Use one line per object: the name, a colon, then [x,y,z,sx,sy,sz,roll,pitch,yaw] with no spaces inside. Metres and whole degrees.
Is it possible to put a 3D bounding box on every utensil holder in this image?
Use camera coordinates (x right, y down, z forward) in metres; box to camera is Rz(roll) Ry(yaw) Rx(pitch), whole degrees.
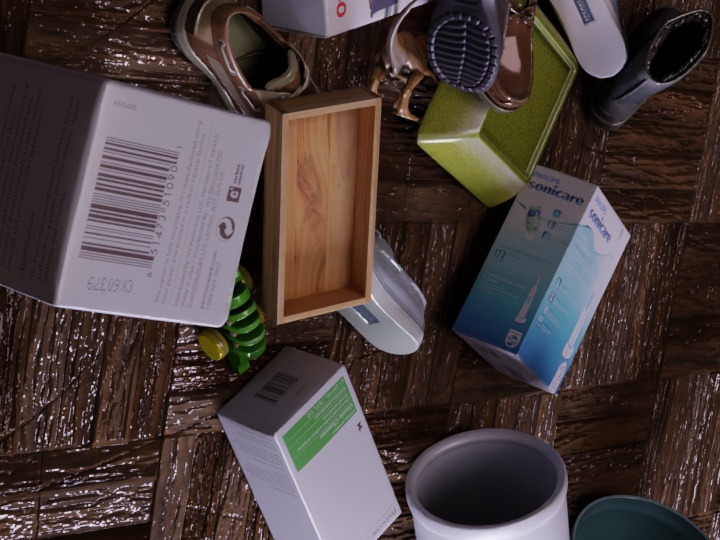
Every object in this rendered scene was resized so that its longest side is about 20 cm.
utensil holder: [0.144,0.297,1.788,0.170,0.170,0.201,-34,128,-34]

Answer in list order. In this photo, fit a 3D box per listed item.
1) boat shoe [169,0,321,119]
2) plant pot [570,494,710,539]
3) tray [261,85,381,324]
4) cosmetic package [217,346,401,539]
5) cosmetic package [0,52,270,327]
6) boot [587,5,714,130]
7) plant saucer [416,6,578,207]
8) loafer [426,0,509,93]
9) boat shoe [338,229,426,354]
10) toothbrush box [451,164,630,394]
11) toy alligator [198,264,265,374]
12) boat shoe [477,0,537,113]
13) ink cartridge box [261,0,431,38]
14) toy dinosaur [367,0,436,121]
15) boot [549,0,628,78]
boat shoe: [-0.083,-0.168,1.455,0.200,0.074,0.076,39,75,-46]
plant pot: [0.322,0.389,2.009,0.200,0.200,0.134,-20,144,-41]
tray: [-0.036,-0.058,1.482,0.098,0.037,0.201,-13,120,-28]
cosmetic package: [-0.047,0.185,1.609,0.108,0.085,0.200,-45,131,-30]
cosmetic package: [-0.205,-0.064,1.269,0.165,0.200,0.165,10,97,-46]
boot: [0.322,-0.239,1.778,0.182,0.072,0.200,-58,177,-17]
plant saucer: [0.152,-0.178,1.693,0.200,0.048,0.200,35,78,-57]
loafer: [0.107,-0.245,1.505,0.071,0.073,0.200,-56,160,-38]
boat shoe: [0.001,0.000,1.618,0.201,0.070,0.072,50,44,-39]
toothbrush box: [0.196,0.010,1.783,0.200,0.085,0.146,-63,150,-8]
toy alligator: [-0.120,0.017,1.494,0.059,0.054,0.200,-38,128,-32]
boat shoe: [0.129,-0.250,1.579,0.072,0.068,0.201,-14,91,-34]
ink cartridge box: [0.005,-0.304,1.493,0.200,0.084,0.145,-27,122,-39]
toy dinosaur: [0.035,-0.200,1.570,0.200,0.060,0.107,-10,118,-75]
boot: [0.226,-0.302,1.752,0.090,0.073,0.201,-64,136,-68]
